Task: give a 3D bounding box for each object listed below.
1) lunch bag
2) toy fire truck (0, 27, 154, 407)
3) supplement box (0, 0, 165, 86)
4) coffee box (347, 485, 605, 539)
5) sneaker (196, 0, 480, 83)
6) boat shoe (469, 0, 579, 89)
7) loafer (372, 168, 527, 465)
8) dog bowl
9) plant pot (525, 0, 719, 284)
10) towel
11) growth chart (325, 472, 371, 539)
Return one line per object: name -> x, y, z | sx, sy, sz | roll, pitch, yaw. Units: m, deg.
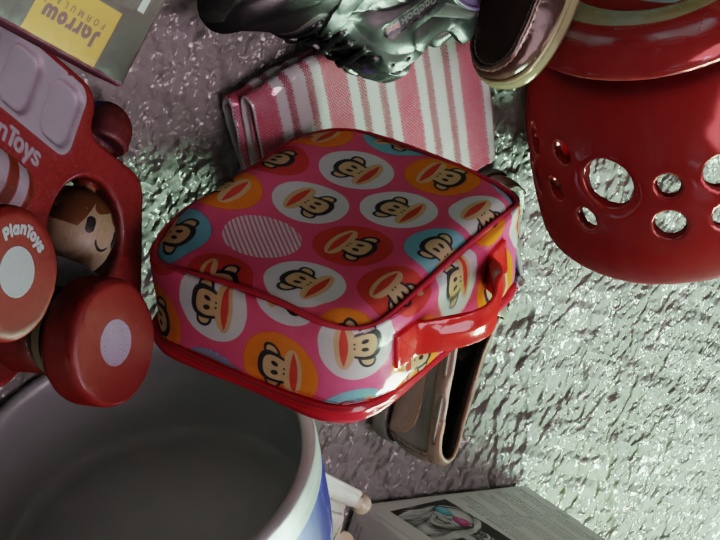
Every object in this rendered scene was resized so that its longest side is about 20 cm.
lunch bag -> 0.000, 0.000, 1.177 | 0.200, 0.175, 0.082 | -36, 137, -47
toy fire truck -> -0.173, -0.029, 1.100 | 0.200, 0.112, 0.169 | 40, 62, -49
supplement box -> -0.124, -0.204, 1.000 | 0.110, 0.085, 0.201 | 26, 92, -55
coffee box -> 0.098, 0.293, 1.521 | 0.197, 0.200, 0.201 | -1, 115, -48
sneaker -> -0.002, -0.144, 1.209 | 0.199, 0.075, 0.088 | -21, 109, -38
boat shoe -> 0.096, -0.211, 1.285 | 0.072, 0.072, 0.201 | 21, 85, -46
loafer -> 0.074, 0.034, 1.436 | 0.072, 0.063, 0.201 | 8, 107, -49
dog bowl -> -0.116, 0.131, 1.179 | 0.200, 0.200, 0.079 | -36, 136, -27
plant pot -> 0.199, -0.121, 1.371 | 0.200, 0.200, 0.183 | -35, 130, -27
towel -> 0.004, -0.089, 1.311 | 0.200, 0.030, 0.147 | -34, 133, -30
growth chart -> -0.068, 0.206, 1.322 | 0.201, 0.018, 0.145 | -56, 149, -10
